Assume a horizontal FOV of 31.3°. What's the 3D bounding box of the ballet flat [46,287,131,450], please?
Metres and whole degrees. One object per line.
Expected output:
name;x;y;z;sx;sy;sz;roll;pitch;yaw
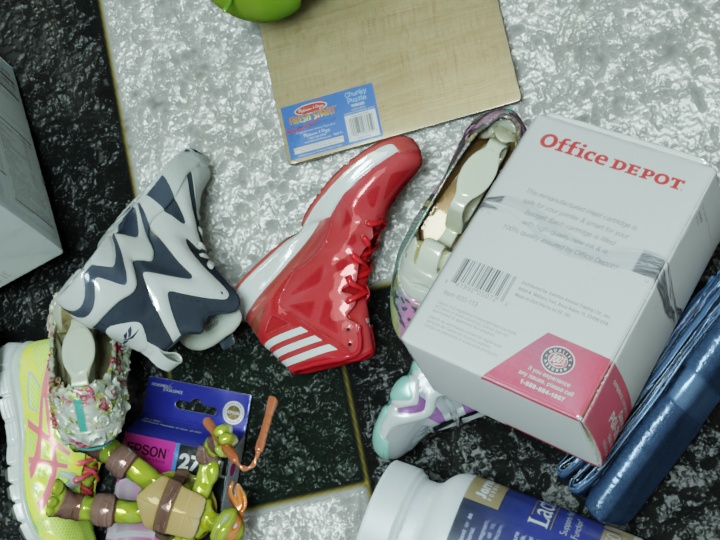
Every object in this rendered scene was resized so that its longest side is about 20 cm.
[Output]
ballet flat;-0.211;0.053;0.999;0.075;0.065;0.201;-12;38;-8

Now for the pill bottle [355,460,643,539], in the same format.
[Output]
pill bottle;0.100;0.217;0.935;0.198;0.116;0.117;19;88;14

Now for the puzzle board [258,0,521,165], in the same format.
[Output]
puzzle board;0.019;-0.183;1.051;0.197;0.017;0.153;-15;82;11

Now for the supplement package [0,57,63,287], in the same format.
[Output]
supplement package;-0.359;-0.090;1.033;0.150;0.151;0.202;-27;62;9

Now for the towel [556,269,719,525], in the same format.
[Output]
towel;0.223;0.090;0.925;0.048;0.112;0.201;37;92;28

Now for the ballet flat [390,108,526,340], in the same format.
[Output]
ballet flat;0.072;-0.035;0.993;0.068;0.071;0.202;25;90;10

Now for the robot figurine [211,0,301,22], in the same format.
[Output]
robot figurine;-0.057;-0.282;1.019;0.200;0.116;0.175;-48;33;-8

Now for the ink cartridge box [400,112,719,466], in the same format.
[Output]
ink cartridge box;0.144;0.008;0.885;0.145;0.083;0.201;22;70;32

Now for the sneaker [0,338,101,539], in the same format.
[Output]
sneaker;-0.235;0.145;1.040;0.089;0.078;0.203;-17;80;8

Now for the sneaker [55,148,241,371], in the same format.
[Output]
sneaker;-0.139;-0.001;1.013;0.129;0.200;0.079;43;124;-12

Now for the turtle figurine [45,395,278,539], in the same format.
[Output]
turtle figurine;-0.149;0.169;0.988;0.159;0.064;0.202;21;95;3

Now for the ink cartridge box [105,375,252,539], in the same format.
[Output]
ink cartridge box;-0.152;0.192;1.039;0.093;0.037;0.203;9;84;13

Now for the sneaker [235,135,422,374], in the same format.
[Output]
sneaker;0.000;0.000;1.001;0.200;0.078;0.116;-47;71;17

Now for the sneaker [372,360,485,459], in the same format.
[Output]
sneaker;0.112;0.097;0.966;0.140;0.078;0.200;43;94;15
